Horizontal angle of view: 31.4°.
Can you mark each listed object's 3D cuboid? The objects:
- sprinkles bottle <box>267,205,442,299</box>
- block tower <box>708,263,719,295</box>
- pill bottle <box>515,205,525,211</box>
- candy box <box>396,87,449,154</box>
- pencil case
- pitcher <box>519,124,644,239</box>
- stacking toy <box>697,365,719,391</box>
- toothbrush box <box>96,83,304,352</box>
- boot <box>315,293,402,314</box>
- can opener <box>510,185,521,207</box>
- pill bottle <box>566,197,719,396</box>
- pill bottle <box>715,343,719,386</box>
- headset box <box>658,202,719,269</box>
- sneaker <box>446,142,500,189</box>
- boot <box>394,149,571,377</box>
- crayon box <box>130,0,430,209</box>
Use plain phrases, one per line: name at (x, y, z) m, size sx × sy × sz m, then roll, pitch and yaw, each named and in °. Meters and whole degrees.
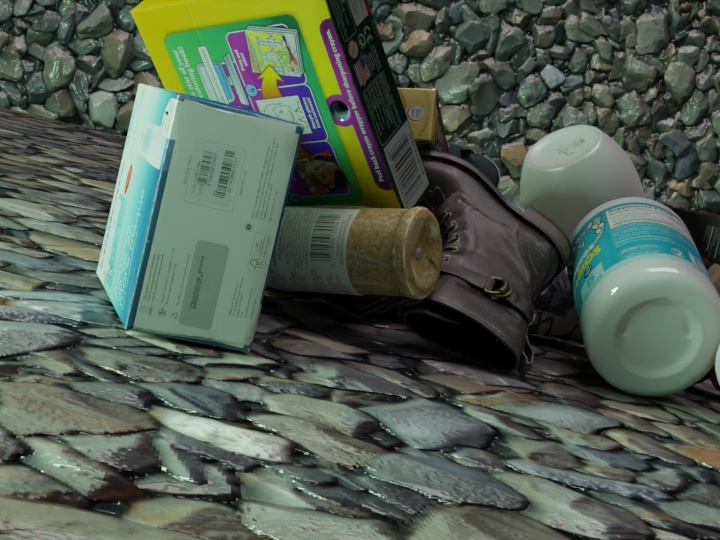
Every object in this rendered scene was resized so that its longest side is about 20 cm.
sprinkles bottle at (-0.039, -0.016, 0.967) m, size 0.198 × 0.069 × 0.068 m, roll 3°, pitch 1°, yaw 29°
block tower at (0.377, 0.060, 1.187) m, size 0.058 × 0.054 × 0.200 m, roll 47°, pitch -2°, yaw -31°
pill bottle at (0.061, -0.026, 1.242) m, size 0.198 × 0.112 × 0.111 m, roll 11°, pitch 6°, yaw -18°
candy box at (-0.024, -0.114, 1.139) m, size 0.197 × 0.057 × 0.117 m, roll 2°, pitch -22°, yaw 11°
pencil case at (0.228, 0.038, 1.185) m, size 0.198 × 0.079 × 0.089 m, roll 13°, pitch -15°, yaw -5°
pitcher at (0.226, -0.049, 1.319) m, size 0.121 × 0.201 × 0.171 m, roll -31°, pitch 29°, yaw -10°
stacking toy at (0.345, 0.083, 1.071) m, size 0.198 × 0.086 × 0.085 m, roll 11°, pitch 4°, yaw 27°
toothbrush box at (-0.115, -0.043, 0.863) m, size 0.084 × 0.148 × 0.200 m, roll 12°, pitch 7°, yaw -17°
boot at (0.000, 0.000, 1.119) m, size 0.130 × 0.069 × 0.199 m, roll 11°, pitch 3°, yaw 37°
can opener at (0.203, -0.027, 1.443) m, size 0.066 × 0.054 × 0.201 m, roll 26°, pitch -24°, yaw 18°
pill bottle at (0.228, 0.010, 1.053) m, size 0.109 × 0.112 × 0.200 m, roll 13°, pitch 24°, yaw -3°
pill bottle at (0.355, 0.027, 0.981) m, size 0.113 × 0.115 × 0.200 m, roll 16°, pitch 43°, yaw 26°
headset box at (0.382, 0.022, 1.329) m, size 0.074 × 0.150 × 0.199 m, roll 6°, pitch 10°, yaw -43°
sneaker at (0.071, -0.114, 1.464) m, size 0.197 × 0.079 × 0.079 m, roll 1°, pitch -17°, yaw -11°
boot at (0.070, -0.010, 1.012) m, size 0.198 × 0.070 × 0.174 m, roll 27°, pitch 38°, yaw 13°
crayon box at (-0.059, -0.130, 0.976) m, size 0.171 × 0.202 × 0.058 m, roll -1°, pitch 34°, yaw 32°
